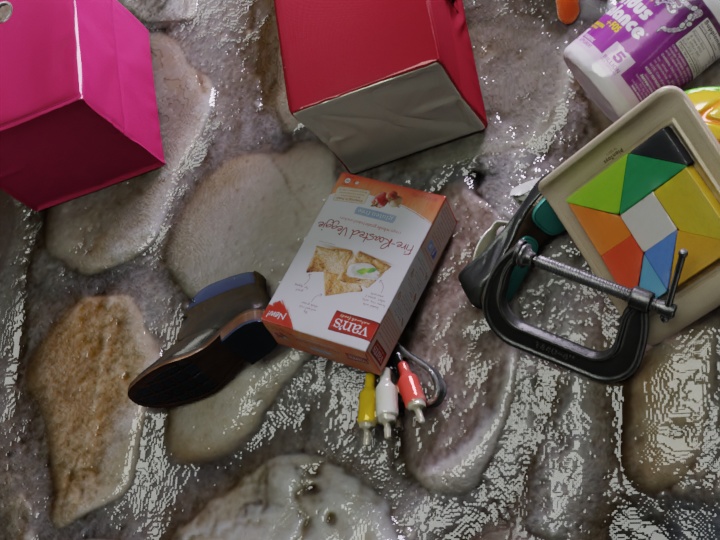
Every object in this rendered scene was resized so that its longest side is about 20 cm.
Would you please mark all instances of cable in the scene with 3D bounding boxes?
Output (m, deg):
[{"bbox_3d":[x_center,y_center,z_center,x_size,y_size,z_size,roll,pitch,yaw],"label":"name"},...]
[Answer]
[{"bbox_3d":[0.028,0.084,1.457,0.097,0.050,0.200,-23,63,17],"label":"cable"}]

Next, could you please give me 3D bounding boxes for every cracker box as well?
[{"bbox_3d":[0.000,0.000,1.476,0.134,0.058,0.200,15,65,28],"label":"cracker box"}]

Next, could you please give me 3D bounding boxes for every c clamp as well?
[{"bbox_3d":[0.214,0.026,1.356,0.200,0.171,0.027,17,34,23],"label":"c clamp"}]

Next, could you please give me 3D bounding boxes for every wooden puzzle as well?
[{"bbox_3d":[0.284,-0.047,1.323,0.185,0.037,0.200,-39,82,38],"label":"wooden puzzle"}]

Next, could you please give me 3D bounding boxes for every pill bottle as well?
[{"bbox_3d":[0.317,-0.248,1.425,0.200,0.112,0.112,-40,60,5],"label":"pill bottle"}]

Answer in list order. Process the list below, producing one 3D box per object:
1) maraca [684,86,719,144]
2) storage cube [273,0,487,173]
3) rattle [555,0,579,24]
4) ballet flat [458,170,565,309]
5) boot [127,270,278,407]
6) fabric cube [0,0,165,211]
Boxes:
[{"bbox_3d":[0.347,-0.082,1.354,0.137,0.107,0.200,-13,80,17],"label":"maraca"},{"bbox_3d":[0.023,-0.240,1.517,0.200,0.171,0.180,-16,65,17],"label":"storage cube"},{"bbox_3d":[0.206,-0.393,1.520,0.130,0.143,0.200,-4,61,3],"label":"rattle"},{"bbox_3d":[0.171,-0.049,1.441,0.200,0.068,0.068,-49,47,0],"label":"ballet flat"},{"bbox_3d":[-0.176,0.079,1.554,0.200,0.075,0.097,-28,40,17],"label":"boot"},{"bbox_3d":[-0.375,-0.220,1.667,0.196,0.200,0.200,-16,65,16],"label":"fabric cube"}]
